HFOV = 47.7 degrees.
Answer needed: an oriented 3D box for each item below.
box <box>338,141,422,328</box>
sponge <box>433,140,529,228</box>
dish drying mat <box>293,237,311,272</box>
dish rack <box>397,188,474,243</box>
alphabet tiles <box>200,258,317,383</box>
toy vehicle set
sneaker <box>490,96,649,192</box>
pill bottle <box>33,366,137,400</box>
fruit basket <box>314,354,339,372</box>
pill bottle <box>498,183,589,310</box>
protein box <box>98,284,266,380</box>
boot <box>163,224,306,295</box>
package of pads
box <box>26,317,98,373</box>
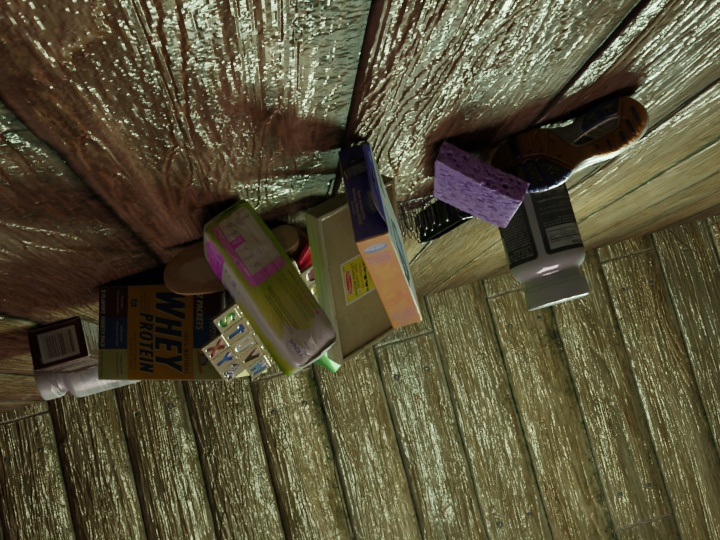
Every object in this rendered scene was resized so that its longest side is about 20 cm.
[{"bbox_3d":[0.020,-0.040,0.871,0.040,0.121,0.201,-17,145,8],"label":"box"},{"bbox_3d":[0.144,-0.101,1.011,0.110,0.030,0.200,26,176,7],"label":"sponge"},{"bbox_3d":[-0.066,-0.024,1.123,0.076,0.018,0.201,-28,160,-49],"label":"dish drying mat"},{"bbox_3d":[0.052,-0.069,1.210,0.195,0.056,0.153,-13,171,-22],"label":"dish rack"},{"bbox_3d":[-0.121,0.071,1.120,0.198,0.006,0.168,-37,145,-12],"label":"alphabet tiles"},{"bbox_3d":[0.000,0.000,1.000,0.123,0.205,0.026,-28,-146,-33],"label":"toy vehicle set"},{"bbox_3d":[0.257,-0.145,0.996,0.196,0.077,0.088,-17,176,28],"label":"sneaker"},{"bbox_3d":[-0.542,0.189,1.631,0.195,0.117,0.114,-15,173,-6],"label":"pill bottle"},{"bbox_3d":[-0.050,0.031,1.279,0.153,0.221,0.213,21,-161,38],"label":"fruit basket"},{"bbox_3d":[0.267,-0.051,1.211,0.113,0.205,0.116,-14,173,-2],"label":"pill bottle"},{"bbox_3d":[-0.265,0.094,1.251,0.194,0.139,0.198,-2,176,13],"label":"protein box"},{"bbox_3d":[-0.166,-0.008,1.134,0.197,0.072,0.144,-20,173,-4],"label":"boot"},{"bbox_3d":[-0.112,0.025,0.975,0.068,0.202,0.154,-35,179,-15],"label":"package of pads"},{"bbox_3d":[-0.519,0.139,1.481,0.098,0.077,0.200,-15,171,-7],"label":"box"}]
